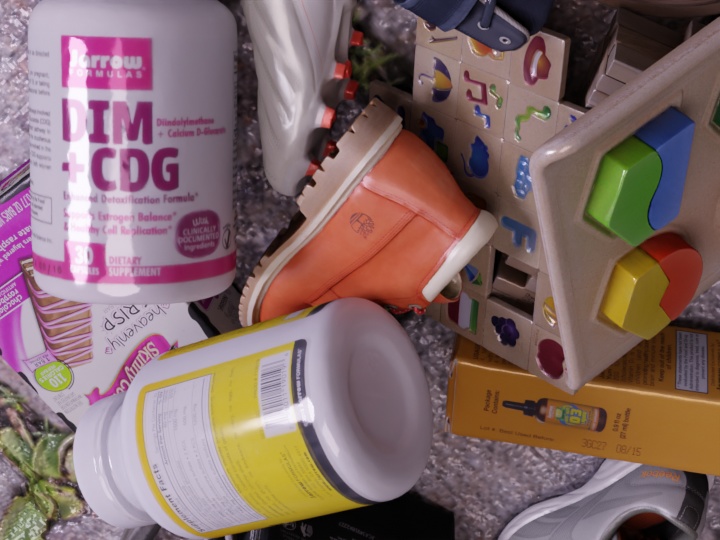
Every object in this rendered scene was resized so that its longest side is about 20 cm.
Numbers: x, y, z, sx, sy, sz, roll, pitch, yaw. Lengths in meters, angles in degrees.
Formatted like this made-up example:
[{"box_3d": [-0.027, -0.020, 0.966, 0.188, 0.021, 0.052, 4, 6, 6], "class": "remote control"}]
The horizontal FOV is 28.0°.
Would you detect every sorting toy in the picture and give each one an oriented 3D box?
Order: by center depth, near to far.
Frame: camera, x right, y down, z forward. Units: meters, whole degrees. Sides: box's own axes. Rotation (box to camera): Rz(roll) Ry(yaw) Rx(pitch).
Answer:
[{"box_3d": [0.170, -0.041, 0.719, 0.184, 0.036, 0.201, -36, 144, -15], "class": "sorting toy"}]

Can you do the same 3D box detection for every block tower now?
[{"box_3d": [0.127, -0.050, 0.792, 0.057, 0.054, 0.201, 23, 133, -3], "class": "block tower"}]

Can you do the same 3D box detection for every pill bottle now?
[{"box_3d": [-0.122, -0.090, 0.780, 0.112, 0.113, 0.202, 3, 101, 10], "class": "pill bottle"}, {"box_3d": [-0.066, 0.091, 0.825, 0.199, 0.112, 0.113, -17, 116, 32], "class": "pill bottle"}]

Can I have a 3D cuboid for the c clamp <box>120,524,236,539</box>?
[{"box_3d": [-0.129, 0.194, 0.950, 0.027, 0.172, 0.200, 16, 132, -25], "class": "c clamp"}]

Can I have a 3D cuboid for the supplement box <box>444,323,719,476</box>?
[{"box_3d": [0.152, 0.071, 0.866, 0.198, 0.069, 0.067, 7, 131, 6], "class": "supplement box"}]

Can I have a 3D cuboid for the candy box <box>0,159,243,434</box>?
[{"box_3d": [-0.161, 0.024, 0.913, 0.136, 0.061, 0.200, -32, 110, 26], "class": "candy box"}]

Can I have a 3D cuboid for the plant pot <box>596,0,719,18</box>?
[{"box_3d": [0.156, -0.208, 0.688, 0.199, 0.093, 0.203, 5, 120, 9], "class": "plant pot"}]

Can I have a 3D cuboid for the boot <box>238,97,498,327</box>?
[{"box_3d": [0.000, 0.000, 0.829, 0.107, 0.075, 0.200, 37, 141, -3], "class": "boot"}]

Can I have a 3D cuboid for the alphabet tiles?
[{"box_3d": [0.065, -0.049, 0.800, 0.166, 0.008, 0.202, 29, 129, 36], "class": "alphabet tiles"}]

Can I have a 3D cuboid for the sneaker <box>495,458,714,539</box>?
[{"box_3d": [0.146, 0.183, 0.932, 0.074, 0.080, 0.200, 35, 122, -12], "class": "sneaker"}]

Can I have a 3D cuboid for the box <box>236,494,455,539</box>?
[{"box_3d": [-0.045, 0.242, 0.971, 0.148, 0.125, 0.201, 26, 123, -15], "class": "box"}]

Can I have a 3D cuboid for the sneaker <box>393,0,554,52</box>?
[{"box_3d": [0.035, -0.160, 0.642, 0.145, 0.202, 0.078, 21, 91, -10], "class": "sneaker"}]

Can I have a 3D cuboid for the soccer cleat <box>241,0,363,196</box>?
[{"box_3d": [-0.037, -0.140, 0.790, 0.077, 0.069, 0.202, 15, 115, 9], "class": "soccer cleat"}]
